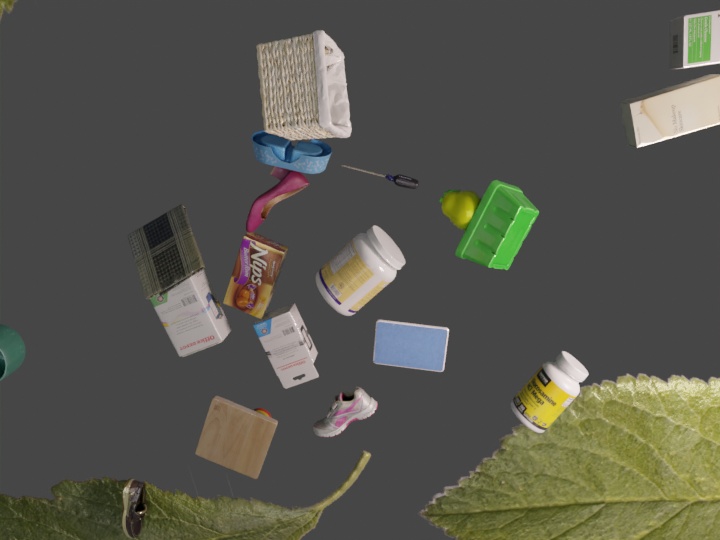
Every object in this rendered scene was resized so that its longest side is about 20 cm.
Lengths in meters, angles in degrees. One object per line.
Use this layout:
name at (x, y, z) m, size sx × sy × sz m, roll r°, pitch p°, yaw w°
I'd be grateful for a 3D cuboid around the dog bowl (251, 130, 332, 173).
dog bowl at (-0.168, -0.285, 1.413) m, size 0.196 × 0.112 × 0.050 m, roll 13°, pitch 122°, yaw 3°

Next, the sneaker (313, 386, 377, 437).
sneaker at (-0.054, 0.388, 1.631) m, size 0.198 × 0.081 × 0.089 m, roll -31°, pitch 101°, yaw 7°

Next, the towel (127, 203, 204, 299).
towel at (-0.507, -0.047, 1.527) m, size 0.190 × 0.035 × 0.203 m, roll -27°, pitch 71°, yaw 11°

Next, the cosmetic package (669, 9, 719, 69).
cosmetic package at (0.772, -0.495, 1.236) m, size 0.196 × 0.085 × 0.110 m, roll -6°, pitch 104°, yaw 10°

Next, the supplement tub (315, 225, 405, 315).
supplement tub at (0.000, 0.000, 1.460) m, size 0.199 × 0.146 × 0.146 m, roll -41°, pitch 99°, yaw 17°

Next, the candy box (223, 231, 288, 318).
candy box at (-0.277, 0.012, 1.546) m, size 0.115 × 0.057 × 0.203 m, roll 22°, pitch 110°, yaw 0°

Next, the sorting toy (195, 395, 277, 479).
sorting toy at (-0.353, 0.471, 1.695) m, size 0.196 × 0.070 × 0.203 m, roll 22°, pitch 109°, yaw 0°

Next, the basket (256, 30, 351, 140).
basket at (-0.121, -0.399, 1.308) m, size 0.158 × 0.198 × 0.204 m, roll -5°, pitch 95°, yaw 13°

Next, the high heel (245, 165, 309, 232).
high heel at (-0.213, -0.166, 1.472) m, size 0.095 × 0.067 × 0.202 m, roll 33°, pitch 106°, yaw 7°

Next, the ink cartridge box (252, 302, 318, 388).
ink cartridge box at (-0.194, 0.206, 1.591) m, size 0.114 × 0.068 × 0.203 m, roll -20°, pitch 104°, yaw 13°

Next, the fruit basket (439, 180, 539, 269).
fruit basket at (0.293, -0.124, 1.408) m, size 0.213 × 0.154 × 0.220 m, roll -5°, pitch 83°, yaw 45°

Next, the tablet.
tablet at (0.134, 0.203, 1.578) m, size 0.196 × 0.014 × 0.133 m, roll 6°, pitch 109°, yaw 6°

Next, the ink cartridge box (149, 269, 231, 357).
ink cartridge box at (-0.461, 0.113, 1.585) m, size 0.143 × 0.088 × 0.203 m, roll -20°, pitch 102°, yaw 14°

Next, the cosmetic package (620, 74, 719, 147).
cosmetic package at (0.696, -0.354, 1.298) m, size 0.196 × 0.073 × 0.105 m, roll -17°, pitch 105°, yaw 11°

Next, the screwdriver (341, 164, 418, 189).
screwdriver at (0.049, -0.239, 1.441) m, size 0.197 × 0.028 × 0.030 m, roll 19°, pitch 79°, yaw 2°

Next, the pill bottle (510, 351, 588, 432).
pill bottle at (0.492, 0.312, 1.515) m, size 0.112 × 0.113 × 0.201 m, roll 33°, pitch 108°, yaw -4°

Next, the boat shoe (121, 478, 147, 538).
boat shoe at (-0.702, 0.750, 1.827) m, size 0.063 × 0.073 × 0.204 m, roll 5°, pitch 108°, yaw 11°

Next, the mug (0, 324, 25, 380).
mug at (-1.066, 0.238, 1.687) m, size 0.182 × 0.115 × 0.155 m, roll -15°, pitch 106°, yaw 12°
